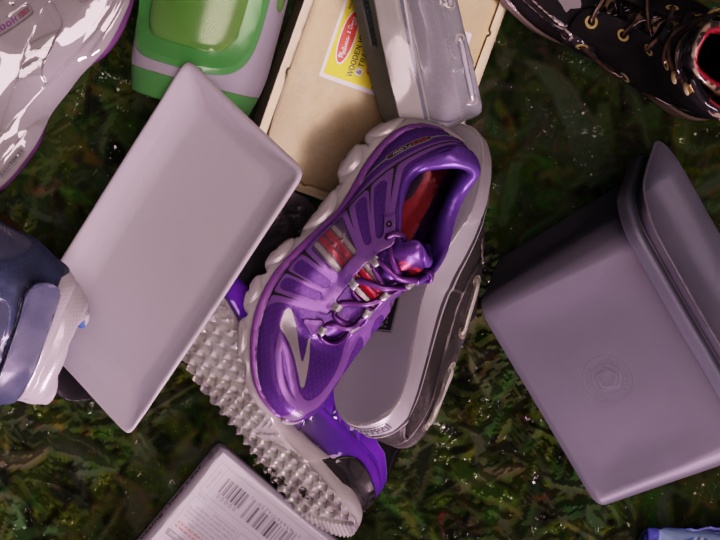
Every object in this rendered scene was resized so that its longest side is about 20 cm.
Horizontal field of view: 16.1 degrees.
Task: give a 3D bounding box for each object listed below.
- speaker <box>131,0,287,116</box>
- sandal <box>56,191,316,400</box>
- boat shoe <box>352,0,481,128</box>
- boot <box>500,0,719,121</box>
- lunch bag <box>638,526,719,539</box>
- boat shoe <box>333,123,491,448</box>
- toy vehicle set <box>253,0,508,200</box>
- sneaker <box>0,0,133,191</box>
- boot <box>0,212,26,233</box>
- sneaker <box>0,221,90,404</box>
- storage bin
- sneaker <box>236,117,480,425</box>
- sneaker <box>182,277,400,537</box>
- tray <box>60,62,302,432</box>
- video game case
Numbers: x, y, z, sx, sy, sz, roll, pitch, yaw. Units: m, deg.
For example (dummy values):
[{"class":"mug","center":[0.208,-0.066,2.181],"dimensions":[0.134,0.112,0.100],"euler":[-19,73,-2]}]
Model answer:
[{"class":"speaker","center":[-0.078,-0.197,1.527],"dimensions":[0.088,0.088,0.201],"euler":[14,95,-13]},{"class":"sandal","center":[-0.114,0.010,1.571],"dimensions":[0.199,0.043,0.076],"euler":[-33,103,-5]},{"class":"boat shoe","center":[0.033,-0.181,1.536],"dimensions":[0.071,0.070,0.202],"euler":[-14,107,-14]},{"class":"boot","center":[0.179,-0.146,1.542],"dimensions":[0.200,0.150,0.073],"euler":[36,88,-23]},{"class":"lunch bag","center":[0.250,0.255,1.672],"dimensions":[0.149,0.094,0.202],"euler":[4,85,-11]},{"class":"boat shoe","center":[0.039,0.010,1.566],"dimensions":[0.064,0.070,0.201],"euler":[31,75,-53]},{"class":"toy vehicle set","center":[0.015,-0.136,1.584],"dimensions":[0.124,0.027,0.201],"euler":[19,94,-14]},{"class":"sneaker","center":[-0.204,-0.142,1.506],"dimensions":[0.099,0.075,0.201],"euler":[35,88,-25]},{"class":"boot","center":[-0.307,0.017,1.519],"dimensions":[0.199,0.073,0.156],"euler":[14,101,-24]},{"class":"sneaker","center":[-0.245,0.065,1.485],"dimensions":[0.200,0.081,0.146],"euler":[-50,128,0]},{"class":"storage bin","center":[0.173,0.040,1.598],"dimensions":[0.134,0.146,0.201],"euler":[-25,105,21]},{"class":"sneaker","center":[0.000,0.000,1.491],"dimensions":[0.080,0.083,0.201],"euler":[33,85,-36]},{"class":"sneaker","center":[-0.037,0.061,1.575],"dimensions":[0.100,0.069,0.201],"euler":[-47,122,-28]},{"class":"tray","center":[-0.115,-0.013,1.504],"dimensions":[0.107,0.022,0.201],"euler":[43,112,23]},{"class":"video game case","center":[-0.073,0.241,1.625],"dimensions":[0.200,0.022,0.182],"euler":[40,89,-15]}]
